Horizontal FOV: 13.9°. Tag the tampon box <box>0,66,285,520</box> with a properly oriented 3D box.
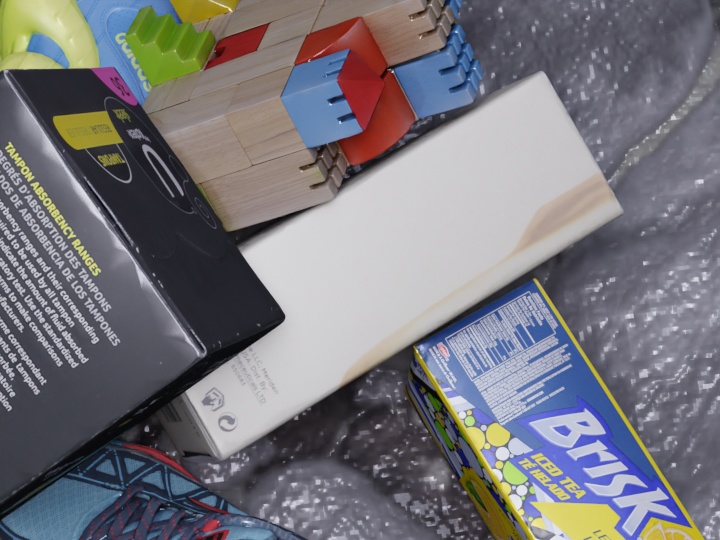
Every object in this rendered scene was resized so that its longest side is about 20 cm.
[{"bbox_3d":[-0.154,0.029,1.101,0.200,0.150,0.126,-35,88,10],"label":"tampon box"}]

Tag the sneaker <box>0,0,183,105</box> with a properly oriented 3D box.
[{"bbox_3d":[-0.114,-0.044,1.263,0.105,0.076,0.200,8,71,-2],"label":"sneaker"}]

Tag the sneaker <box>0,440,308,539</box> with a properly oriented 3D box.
[{"bbox_3d":[-0.065,0.115,1.204,0.200,0.096,0.079,24,72,4],"label":"sneaker"}]

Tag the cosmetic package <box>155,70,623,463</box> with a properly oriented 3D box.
[{"bbox_3d":[0.000,0.000,1.236,0.200,0.105,0.071,-31,93,-11],"label":"cosmetic package"}]

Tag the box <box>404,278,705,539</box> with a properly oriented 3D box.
[{"bbox_3d":[0.097,0.108,1.229,0.064,0.070,0.200,-29,76,-11],"label":"box"}]

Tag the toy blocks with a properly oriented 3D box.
[{"bbox_3d":[-0.011,-0.087,1.224,0.136,0.100,0.200,-16,28,24],"label":"toy blocks"}]
